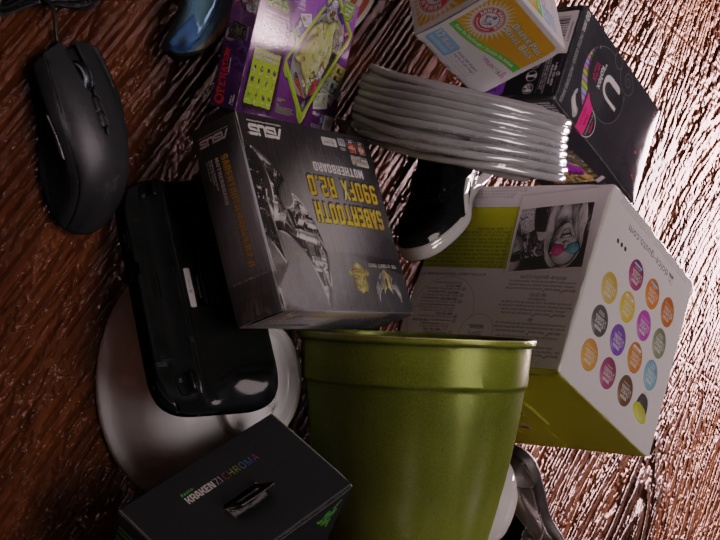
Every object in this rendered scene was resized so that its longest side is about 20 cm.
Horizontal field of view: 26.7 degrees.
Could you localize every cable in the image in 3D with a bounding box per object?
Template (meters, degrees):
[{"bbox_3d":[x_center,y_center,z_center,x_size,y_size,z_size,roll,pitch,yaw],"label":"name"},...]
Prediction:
[{"bbox_3d":[0.090,-0.128,1.341,0.198,0.200,0.070,12,97,-14],"label":"cable"}]

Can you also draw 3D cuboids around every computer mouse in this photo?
[{"bbox_3d":[-0.224,-0.123,1.109,0.140,0.046,0.203,-12,100,-52],"label":"computer mouse"}]

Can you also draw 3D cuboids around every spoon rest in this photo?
[{"bbox_3d":[0.098,0.223,1.441,0.060,0.200,0.100,21,75,-6],"label":"spoon rest"}]

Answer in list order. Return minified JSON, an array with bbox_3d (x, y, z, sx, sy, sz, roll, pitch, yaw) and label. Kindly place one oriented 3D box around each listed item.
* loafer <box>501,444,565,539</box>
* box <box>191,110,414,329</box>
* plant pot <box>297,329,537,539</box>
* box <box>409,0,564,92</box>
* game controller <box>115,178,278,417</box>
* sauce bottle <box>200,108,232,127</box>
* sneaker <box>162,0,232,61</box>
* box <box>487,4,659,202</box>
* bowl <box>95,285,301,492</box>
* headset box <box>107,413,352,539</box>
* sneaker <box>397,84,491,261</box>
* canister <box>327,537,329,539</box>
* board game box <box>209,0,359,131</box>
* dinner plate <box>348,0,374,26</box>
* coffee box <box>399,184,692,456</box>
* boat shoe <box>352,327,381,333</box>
[{"bbox_3d":[0.165,0.281,1.601,0.071,0.073,0.202,-35,113,-34],"label":"loafer"},{"bbox_3d":[-0.042,-0.035,1.212,0.199,0.048,0.160,5,67,-59],"label":"box"},{"bbox_3d":[0.042,0.149,1.250,0.199,0.199,0.196,5,87,-51],"label":"plant pot"},{"bbox_3d":[0.109,-0.286,1.421,0.112,0.101,0.202,36,38,-46],"label":"box"},{"bbox_3d":[-0.125,0.017,1.166,0.103,0.042,0.202,3,59,-33],"label":"game controller"},{"bbox_3d":[-0.070,-0.047,1.288,0.066,0.066,0.201,-46,119,-40],"label":"sauce bottle"},{"bbox_3d":[-0.131,-0.267,1.221,0.089,0.078,0.202,17,82,-23],"label":"sneaker"},{"bbox_3d":[0.225,-0.174,1.626,0.200,0.105,0.123,42,60,-44],"label":"box"},{"bbox_3d":[-0.111,0.088,1.223,0.200,0.090,0.204,-2,92,-51],"label":"bowl"},{"bbox_3d":[-0.113,0.226,1.145,0.174,0.093,0.201,-28,149,-48],"label":"headset box"},{"bbox_3d":[0.069,-0.106,1.468,0.113,0.072,0.201,63,39,-26],"label":"sneaker"},{"bbox_3d":[0.022,0.193,1.398,0.148,0.086,0.202,43,57,-42],"label":"canister"},{"bbox_3d":[-0.059,-0.181,1.260,0.200,0.032,0.121,5,103,-69],"label":"board game box"},{"bbox_3d":[-0.044,-0.308,1.350,0.199,0.024,0.203,-4,95,-51],"label":"dinner plate"},{"bbox_3d":[0.183,0.050,1.505,0.200,0.198,0.200,41,61,-43],"label":"coffee box"},{"bbox_3d":[0.000,0.000,1.380,0.071,0.064,0.203,5,87,-51],"label":"boat shoe"}]
